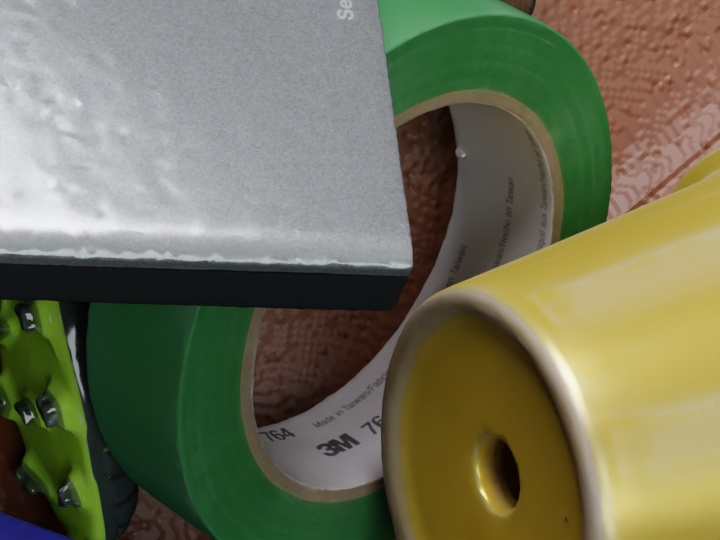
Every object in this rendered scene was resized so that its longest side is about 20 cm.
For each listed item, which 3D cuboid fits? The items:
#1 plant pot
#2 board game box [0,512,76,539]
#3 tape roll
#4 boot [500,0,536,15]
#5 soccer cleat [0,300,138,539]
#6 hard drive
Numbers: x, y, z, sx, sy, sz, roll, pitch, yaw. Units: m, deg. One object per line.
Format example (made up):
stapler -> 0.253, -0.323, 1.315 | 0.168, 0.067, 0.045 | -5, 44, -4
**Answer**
plant pot -> 0.118, 0.054, 0.927 | 0.189, 0.201, 0.201 | -8, 103, -29
board game box -> -0.120, 0.183, 0.910 | 0.152, 0.045, 0.200 | 21, 62, -14
tape roll -> 0.000, 0.000, 0.933 | 0.200, 0.048, 0.200 | -29, 134, -34
boot -> -0.031, -0.137, 0.911 | 0.200, 0.064, 0.186 | -20, 109, -34
soccer cleat -> -0.086, -0.007, 0.942 | 0.081, 0.068, 0.200 | -14, 103, -28
hard drive -> -0.091, -0.055, 0.804 | 0.200, 0.033, 0.140 | 2, 57, -15
